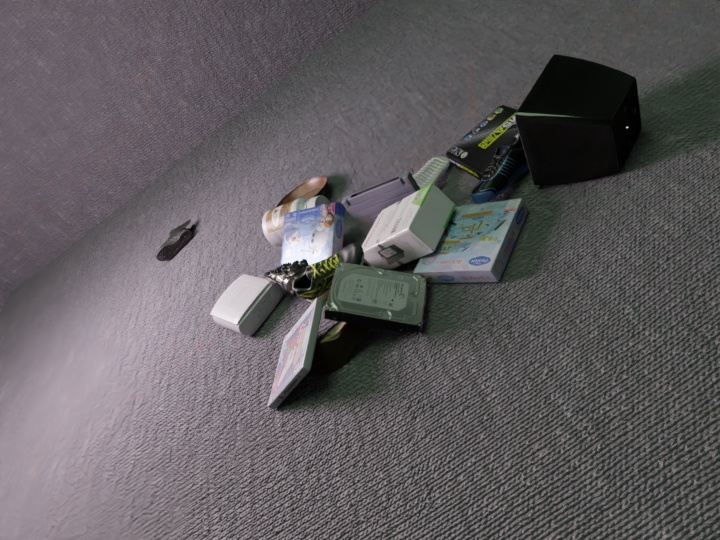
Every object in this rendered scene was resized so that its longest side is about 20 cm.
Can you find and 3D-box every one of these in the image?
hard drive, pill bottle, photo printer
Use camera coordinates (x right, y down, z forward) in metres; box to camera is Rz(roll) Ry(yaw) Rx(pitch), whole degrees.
[{"bbox_3d":[0.035,0.056,1.252,0.199,0.038,0.140,11,48,4],"label":"hard drive"},{"bbox_3d":[-0.182,-0.149,1.749,0.200,0.114,0.115,-16,40,33],"label":"pill bottle"},{"bbox_3d":[-0.322,0.091,1.650,0.200,0.069,0.167,9,57,51],"label":"photo printer"}]

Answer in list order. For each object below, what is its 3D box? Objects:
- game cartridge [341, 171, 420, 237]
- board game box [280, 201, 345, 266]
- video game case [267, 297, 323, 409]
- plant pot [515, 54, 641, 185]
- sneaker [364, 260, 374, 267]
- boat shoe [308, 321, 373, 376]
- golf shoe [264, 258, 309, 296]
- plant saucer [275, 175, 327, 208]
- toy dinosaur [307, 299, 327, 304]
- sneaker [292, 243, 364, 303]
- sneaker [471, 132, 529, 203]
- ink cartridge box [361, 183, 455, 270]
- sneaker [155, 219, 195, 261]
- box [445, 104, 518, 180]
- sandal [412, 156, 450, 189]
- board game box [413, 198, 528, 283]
[{"bbox_3d":[0.068,-0.161,1.493,0.200,0.130,0.038,-17,37,32],"label":"game cartridge"},{"bbox_3d":[-0.131,-0.068,1.587,0.200,0.043,0.200,-8,75,41],"label":"board game box"},{"bbox_3d":[-0.144,0.184,1.331,0.182,0.023,0.200,-50,22,39],"label":"video game case"},{"bbox_3d":[0.457,-0.302,1.218,0.177,0.200,0.200,14,60,40],"label":"plant pot"},{"bbox_3d":[0.000,0.000,1.394,0.073,0.071,0.200,-34,42,-22],"label":"sneaker"},{"bbox_3d":[-0.044,0.154,1.300,0.200,0.073,0.065,-40,8,14],"label":"boat shoe"},{"bbox_3d":[-0.182,0.028,1.530,0.078,0.095,0.200,-31,12,-25],"label":"golf shoe"},{"bbox_3d":[-0.182,-0.229,1.898,0.200,0.037,0.201,-26,27,15],"label":"plant saucer"},{"bbox_3d":[-0.066,0.049,1.449,0.200,0.058,0.101,-12,41,37],"label":"toy dinosaur"},{"bbox_3d":[-0.074,0.007,1.347,0.200,0.085,0.075,-42,51,26],"label":"sneaker"},{"bbox_3d":[0.316,-0.233,1.345,0.200,0.078,0.070,-40,26,-18],"label":"sneaker"},{"bbox_3d":[0.105,-0.094,1.374,0.200,0.084,0.146,-24,32,54],"label":"ink cartridge box"},{"bbox_3d":[-0.721,-0.118,2.322,0.200,0.060,0.104,-43,33,-13],"label":"sneaker"},{"bbox_3d":[0.336,-0.317,1.482,0.200,0.048,0.193,-40,30,2],"label":"box"},{"bbox_3d":[0.171,-0.225,1.545,0.082,0.050,0.203,23,54,39],"label":"sandal"},{"bbox_3d":[0.237,-0.061,1.283,0.200,0.041,0.200,-2,49,45],"label":"board game box"}]
